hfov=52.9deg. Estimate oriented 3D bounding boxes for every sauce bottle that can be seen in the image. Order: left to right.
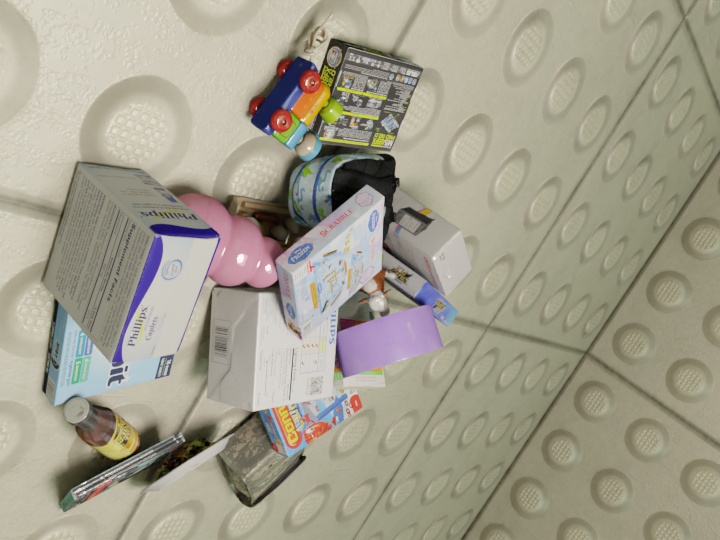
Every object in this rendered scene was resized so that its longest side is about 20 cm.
[{"bbox_3d":[-0.412,0.253,1.153,0.066,0.066,0.200,-42,159,-16],"label":"sauce bottle"}]

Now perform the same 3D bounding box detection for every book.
[{"bbox_3d":[-0.014,0.139,1.475,0.133,0.048,0.202,15,64,-54],"label":"book"}]

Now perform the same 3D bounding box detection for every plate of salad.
[{"bbox_3d":[-0.327,0.352,1.355,0.199,0.048,0.200,-32,173,-5],"label":"plate of salad"}]

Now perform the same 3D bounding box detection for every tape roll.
[{"bbox_3d":[0.050,0.134,1.360,0.198,0.086,0.200,-17,172,-2],"label":"tape roll"}]

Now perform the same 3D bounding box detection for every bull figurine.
[{"bbox_3d":[0.000,0.000,1.347,0.065,0.200,0.121,-48,165,15],"label":"bull figurine"}]

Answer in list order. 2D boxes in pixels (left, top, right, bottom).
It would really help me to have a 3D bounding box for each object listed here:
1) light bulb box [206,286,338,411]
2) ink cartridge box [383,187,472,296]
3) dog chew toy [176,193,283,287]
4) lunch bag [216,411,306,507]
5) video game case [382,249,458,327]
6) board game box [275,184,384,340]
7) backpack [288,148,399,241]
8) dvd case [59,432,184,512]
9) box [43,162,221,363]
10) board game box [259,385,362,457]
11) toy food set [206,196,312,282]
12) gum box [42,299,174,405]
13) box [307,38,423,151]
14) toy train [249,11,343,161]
[{"bbox_3d":[-0.151,0.129,1.275,0.199,0.124,0.200,2,93,-51],"label":"light bulb box"},{"bbox_3d":[0.112,-0.061,1.413,0.086,0.200,0.148,-45,146,-11],"label":"ink cartridge box"},{"bbox_3d":[-0.202,-0.034,1.077,0.199,0.125,0.125,22,105,-24],"label":"dog chew toy"},{"bbox_3d":[-0.203,0.402,1.532,0.164,0.117,0.201,-39,149,-26],"label":"lunch bag"},{"bbox_3d":[0.095,0.025,1.489,0.046,0.181,0.200,-52,147,-1],"label":"video game case"},{"bbox_3d":[-0.044,-0.009,1.159,0.199,0.041,0.201,-41,155,-25],"label":"board game box"},{"bbox_3d":[-0.029,-0.126,1.233,0.200,0.152,0.165,-26,125,-70],"label":"backpack"},{"bbox_3d":[-0.411,0.349,1.249,0.199,0.022,0.146,-23,169,-35],"label":"dvd case"},{"bbox_3d":[-0.304,-0.013,0.947,0.105,0.200,0.185,0,120,-51],"label":"box"},{"bbox_3d":[-0.114,0.233,1.445,0.195,0.056,0.202,-29,104,-33],"label":"board game box"},{"bbox_3d":[-0.166,-0.040,1.220,0.199,0.060,0.144,6,116,-52],"label":"toy food set"},{"bbox_3d":[-0.374,0.107,1.114,0.199,0.044,0.171,-10,128,-47],"label":"gum box"},{"bbox_3d":[0.005,-0.288,1.217,0.199,0.044,0.161,-5,125,-48],"label":"box"},{"bbox_3d":[-0.065,-0.270,1.091,0.201,0.085,0.116,-53,134,0],"label":"toy train"}]
